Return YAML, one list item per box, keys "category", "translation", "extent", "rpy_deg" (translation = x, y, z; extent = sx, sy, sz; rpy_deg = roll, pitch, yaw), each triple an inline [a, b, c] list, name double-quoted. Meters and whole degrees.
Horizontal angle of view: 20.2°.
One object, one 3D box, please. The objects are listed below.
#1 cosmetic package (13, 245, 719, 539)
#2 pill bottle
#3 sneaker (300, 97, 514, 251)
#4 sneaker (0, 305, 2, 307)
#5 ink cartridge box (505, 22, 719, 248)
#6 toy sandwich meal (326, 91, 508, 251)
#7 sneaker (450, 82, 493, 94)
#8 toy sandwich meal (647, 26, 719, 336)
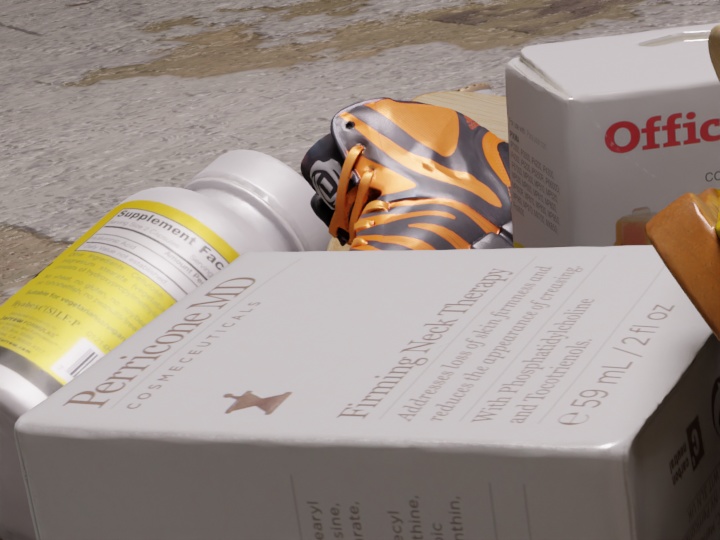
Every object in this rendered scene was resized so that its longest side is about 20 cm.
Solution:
- category: "cosmetic package"
  translation: [0.025, 0.095, 0.663]
  extent: [0.200, 0.167, 0.167]
  rpy_deg: [0, 20, 26]
- category: "pill bottle"
  translation: [-0.097, 0.032, 0.923]
  extent: [0.111, 0.111, 0.200]
  rpy_deg: [8, 39, 40]
- category: "sneaker"
  translation: [0.000, 0.000, 0.854]
  extent: [0.112, 0.078, 0.200]
  rpy_deg: [41, 51, 19]
- category: "sneaker"
  translation: [-0.241, 0.080, 0.980]
  extent: [0.200, 0.074, 0.087]
  rpy_deg: [-27, -10, -4]
- category: "ink cartridge box"
  translation: [0.140, 0.009, 0.805]
  extent: [0.145, 0.200, 0.083]
  rpy_deg: [-8, 17, -11]
- category: "toy sandwich meal"
  translation: [0.077, 0.002, 0.940]
  extent: [0.205, 0.070, 0.205]
  rpy_deg: [13, 40, -11]
- category: "sneaker"
  translation: [0.040, -0.025, 1.196]
  extent: [0.070, 0.109, 0.200]
  rpy_deg: [-21, -8, -27]
- category: "toy sandwich meal"
  translation: [0.140, 0.018, 0.573]
  extent: [0.070, 0.205, 0.205]
  rpy_deg: [-35, 18, 5]
